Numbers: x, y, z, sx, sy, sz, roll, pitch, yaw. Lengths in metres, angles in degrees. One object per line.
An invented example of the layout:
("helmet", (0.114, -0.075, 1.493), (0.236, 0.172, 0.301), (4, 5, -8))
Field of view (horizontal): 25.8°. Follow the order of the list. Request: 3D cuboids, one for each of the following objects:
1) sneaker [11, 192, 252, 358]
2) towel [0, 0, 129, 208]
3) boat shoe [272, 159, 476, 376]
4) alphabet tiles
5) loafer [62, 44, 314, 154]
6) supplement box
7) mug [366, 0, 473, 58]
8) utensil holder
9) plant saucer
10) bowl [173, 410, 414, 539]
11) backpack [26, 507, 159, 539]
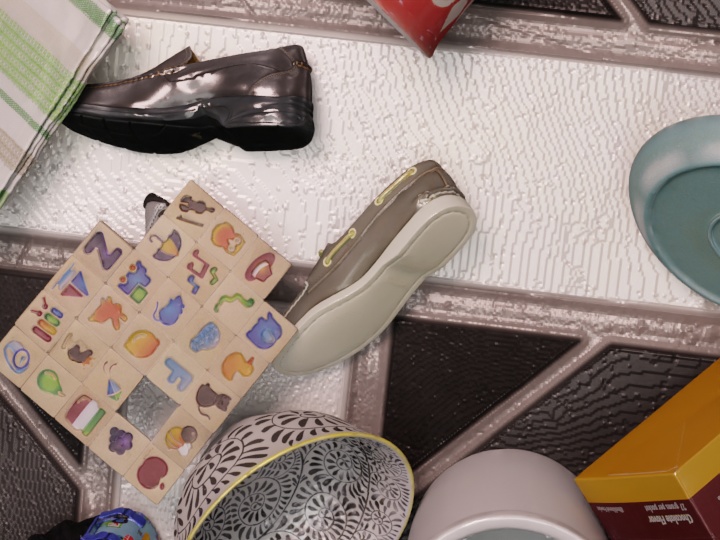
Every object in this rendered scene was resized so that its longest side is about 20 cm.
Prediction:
("sneaker", (-0.175, 0.002, 1.202), (0.197, 0.075, 0.117), (-8, 90, -1))
("towel", (-0.271, -0.147, 1.181), (0.149, 0.031, 0.201), (42, 104, 28))
("boat shoe", (0.002, 0.001, 1.184), (0.202, 0.072, 0.061), (-44, 52, 21))
("alphabet tiles", (-0.151, 0.041, 1.161), (0.167, 0.008, 0.201), (39, 87, 2))
("loafer", (-0.130, -0.132, 1.180), (0.197, 0.073, 0.073), (2, 75, 5))
("supplement box", (0.299, 0.174, 1.105), (0.196, 0.133, 0.201), (-34, 95, -24))
("mug", (0.054, -0.284, 1.104), (0.177, 0.133, 0.200), (44, 96, -4))
("utensil holder", (0.109, 0.230, 1.138), (0.168, 0.200, 0.172), (1, 99, 6))
("plant saucer", (0.277, -0.026, 1.101), (0.199, 0.200, 0.028), (33, 59, 0))
("bowl", (-0.067, 0.173, 1.183), (0.199, 0.094, 0.202), (-20, 134, -22))
("backpack", (-0.208, 0.291, 1.176), (0.133, 0.200, 0.184), (-25, 95, 8))
